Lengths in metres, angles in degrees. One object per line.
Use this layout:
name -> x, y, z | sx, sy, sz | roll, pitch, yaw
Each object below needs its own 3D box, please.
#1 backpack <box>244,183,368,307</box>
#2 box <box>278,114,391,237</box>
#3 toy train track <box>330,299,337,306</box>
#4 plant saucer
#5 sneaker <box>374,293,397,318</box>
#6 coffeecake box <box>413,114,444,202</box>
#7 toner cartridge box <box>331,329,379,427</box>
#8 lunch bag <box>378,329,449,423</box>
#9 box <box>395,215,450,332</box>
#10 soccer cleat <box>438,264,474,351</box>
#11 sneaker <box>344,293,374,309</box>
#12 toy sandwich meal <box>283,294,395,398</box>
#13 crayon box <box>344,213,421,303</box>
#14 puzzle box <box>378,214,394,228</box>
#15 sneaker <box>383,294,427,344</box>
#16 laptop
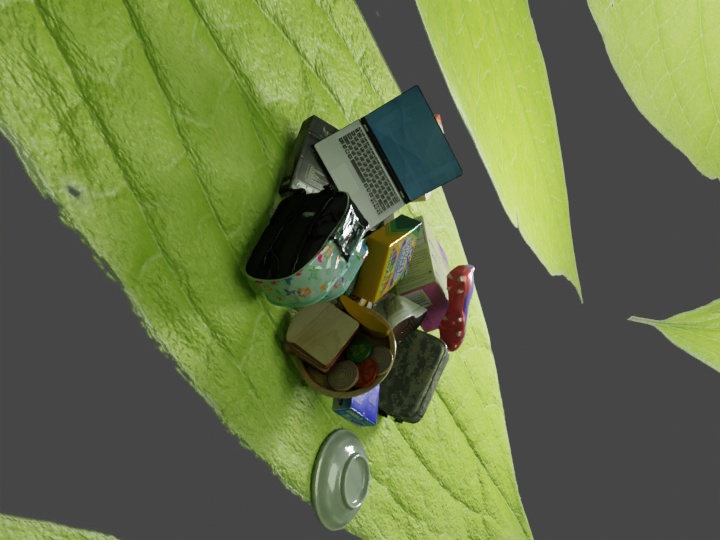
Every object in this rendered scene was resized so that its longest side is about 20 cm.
backpack -> -0.094, -0.027, 1.163 | 0.201, 0.177, 0.151 | -58, 134, -34
box -> -0.041, -0.176, 1.293 | 0.199, 0.048, 0.159 | 26, 68, -27
toy train track -> -0.008, 0.114, 1.402 | 0.200, 0.032, 0.115 | 52, 9, -29
plant saucer -> -0.026, 0.425, 1.382 | 0.200, 0.050, 0.202 | 3, 87, -60
sneaker -> 0.053, 0.101, 1.510 | 0.200, 0.074, 0.100 | 11, 78, -60
coffeecake box -> 0.151, -0.281, 1.703 | 0.200, 0.073, 0.154 | -50, 130, -50
toner cartridge box -> -0.002, 0.183, 1.289 | 0.095, 0.043, 0.201 | 43, 43, -44
lunch bag -> 0.109, 0.239, 1.517 | 0.201, 0.139, 0.168 | -65, 160, -11
box -> 0.148, 0.009, 1.596 | 0.176, 0.096, 0.201 | 51, 25, -47
soccer cleat -> 0.219, 0.084, 1.504 | 0.076, 0.066, 0.202 | -20, 120, -45
sneaker -> 0.000, 0.000, 1.417 | 0.090, 0.074, 0.201 | 43, 47, -53
toy sandwich meal -> -0.035, 0.130, 1.225 | 0.070, 0.204, 0.206 | 76, 27, -58
crayon box -> 0.047, -0.021, 1.322 | 0.200, 0.051, 0.126 | -35, 145, -57
puzzle box -> 0.050, -0.141, 1.494 | 0.133, 0.025, 0.202 | -140, -135, -81
sneaker -> 0.070, 0.095, 1.398 | 0.073, 0.084, 0.200 | -60, 165, 13
laptop -> 0.053, -0.204, 1.261 | 0.200, 0.116, 0.188 | -36, 101, -33
